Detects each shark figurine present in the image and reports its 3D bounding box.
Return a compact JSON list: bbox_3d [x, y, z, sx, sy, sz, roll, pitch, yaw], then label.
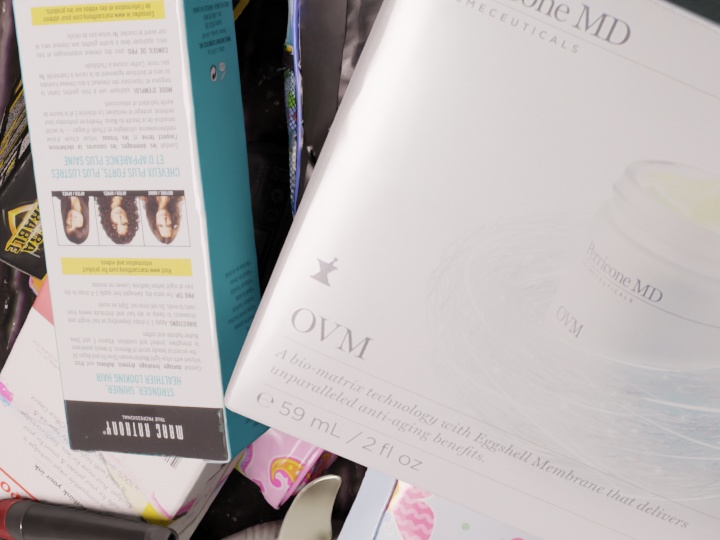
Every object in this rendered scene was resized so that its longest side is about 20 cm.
[{"bbox_3d":[0.017,0.171,0.829,0.214,0.090,0.129,29,112,1],"label":"shark figurine"}]

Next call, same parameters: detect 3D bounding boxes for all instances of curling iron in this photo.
[{"bbox_3d":[-0.172,0.137,0.769,0.199,0.026,0.050,-7,72,28],"label":"curling iron"}]

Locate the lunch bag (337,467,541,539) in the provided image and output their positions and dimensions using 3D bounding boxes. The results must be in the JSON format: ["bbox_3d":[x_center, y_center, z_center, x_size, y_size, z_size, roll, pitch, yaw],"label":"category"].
[{"bbox_3d":[0.066,0.142,0.714,0.127,0.199,0.171,31,104,53],"label":"lunch bag"}]

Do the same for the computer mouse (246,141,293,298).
[{"bbox_3d":[0.000,0.000,0.801,0.199,0.053,0.139,23,93,9],"label":"computer mouse"}]

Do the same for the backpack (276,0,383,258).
[{"bbox_3d":[0.056,-0.106,0.688,0.182,0.147,0.201,1,112,9],"label":"backpack"}]

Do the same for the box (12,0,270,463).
[{"bbox_3d":[-0.091,-0.022,0.659,0.082,0.049,0.201,1,104,22],"label":"box"}]

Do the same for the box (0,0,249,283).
[{"bbox_3d":[-0.119,-0.114,0.762,0.049,0.160,0.200,30,118,-20],"label":"box"}]

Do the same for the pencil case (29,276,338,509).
[{"bbox_3d":[-0.089,0.037,0.836,0.200,0.087,0.088,41,116,9],"label":"pencil case"}]

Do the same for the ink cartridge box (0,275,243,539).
[{"bbox_3d":[-0.127,0.085,0.783,0.116,0.067,0.200,39,123,9],"label":"ink cartridge box"}]

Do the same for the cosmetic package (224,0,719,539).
[{"bbox_3d":[0.081,-0.017,0.573,0.198,0.123,0.201,22,110,-3],"label":"cosmetic package"}]
